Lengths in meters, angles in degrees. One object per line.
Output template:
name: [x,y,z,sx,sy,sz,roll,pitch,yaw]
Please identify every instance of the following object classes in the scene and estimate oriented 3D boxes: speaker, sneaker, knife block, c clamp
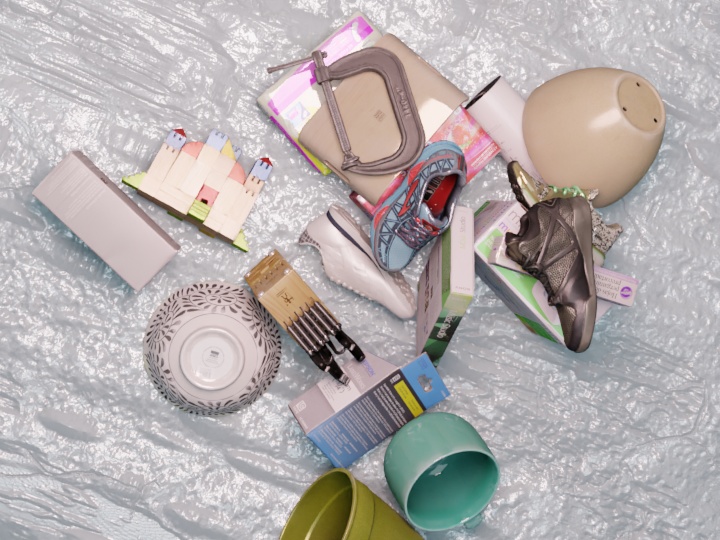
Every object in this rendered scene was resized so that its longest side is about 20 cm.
speaker: [0.239,-0.185,1.648,0.081,0.081,0.200,-45,98,-2]
sneaker: [0.282,-0.091,1.563,0.200,0.077,0.089,43,92,-15]
sneaker: [0.239,0.008,1.449,0.114,0.076,0.200,-5,89,-8]
sneaker: [0.000,0.000,1.647,0.080,0.076,0.200,-41,94,9]
knife block: [-0.073,0.069,1.588,0.064,0.200,0.176,-40,110,-3]
c clamp: [-0.010,-0.213,1.525,0.171,0.027,0.200,-23,84,2]
sneaker: [0.076,-0.075,1.518,0.079,0.096,0.200,19,113,-21]

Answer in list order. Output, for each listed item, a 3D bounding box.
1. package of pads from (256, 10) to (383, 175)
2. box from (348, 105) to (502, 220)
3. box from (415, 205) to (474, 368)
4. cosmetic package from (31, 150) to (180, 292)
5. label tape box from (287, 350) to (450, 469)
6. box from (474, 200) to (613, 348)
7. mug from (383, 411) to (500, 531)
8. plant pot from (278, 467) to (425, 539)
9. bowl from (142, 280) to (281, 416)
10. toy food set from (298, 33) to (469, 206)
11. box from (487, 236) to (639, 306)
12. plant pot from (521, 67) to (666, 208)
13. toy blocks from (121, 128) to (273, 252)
package of pads: [-0.025,-0.247,1.618,0.200,0.068,0.155,-42,98,-1]
box: [0.091,-0.138,1.627,0.200,0.095,0.103,-44,99,-2]
box: [0.115,0.026,1.569,0.036,0.200,0.144,8,56,-7]
cosmetic package: [-0.347,-0.068,1.576,0.200,0.107,0.090,42,90,-10]
label tape box: [0.015,0.184,1.622,0.200,0.144,0.063,-35,54,-3]
box: [0.238,0.000,1.615,0.097,0.176,0.200,-44,99,-2]
mug: [0.108,0.293,1.649,0.152,0.114,0.185,-7,125,-22]
plant pot: [0.008,0.415,1.628,0.193,0.200,0.200,32,90,-21]
bowl: [-0.210,0.118,1.613,0.200,0.094,0.201,0,94,-6]
toy food set: [0.031,-0.206,1.559,0.143,0.060,0.200,41,95,7]
box: [0.269,0.001,1.510,0.200,0.041,0.039,17,89,-11]
plant pot: [0.345,-0.203,1.588,0.200,0.134,0.201,11,67,-28]
toy blocks: [-0.215,-0.134,1.602,0.200,0.100,0.137,28,79,-9]
